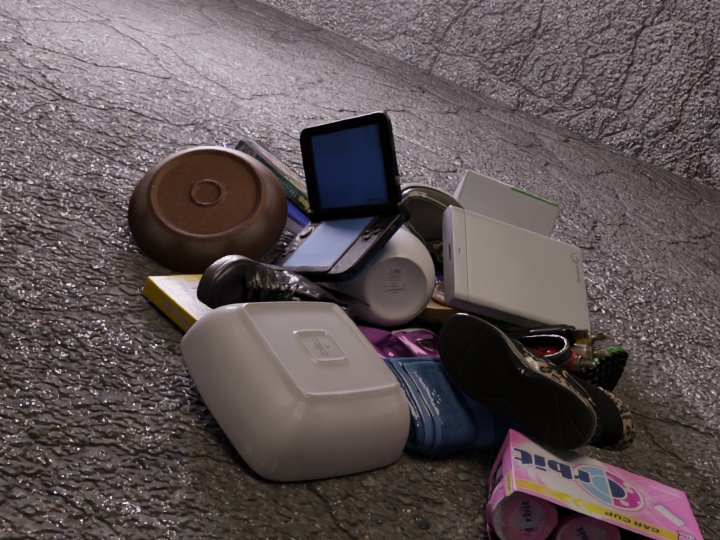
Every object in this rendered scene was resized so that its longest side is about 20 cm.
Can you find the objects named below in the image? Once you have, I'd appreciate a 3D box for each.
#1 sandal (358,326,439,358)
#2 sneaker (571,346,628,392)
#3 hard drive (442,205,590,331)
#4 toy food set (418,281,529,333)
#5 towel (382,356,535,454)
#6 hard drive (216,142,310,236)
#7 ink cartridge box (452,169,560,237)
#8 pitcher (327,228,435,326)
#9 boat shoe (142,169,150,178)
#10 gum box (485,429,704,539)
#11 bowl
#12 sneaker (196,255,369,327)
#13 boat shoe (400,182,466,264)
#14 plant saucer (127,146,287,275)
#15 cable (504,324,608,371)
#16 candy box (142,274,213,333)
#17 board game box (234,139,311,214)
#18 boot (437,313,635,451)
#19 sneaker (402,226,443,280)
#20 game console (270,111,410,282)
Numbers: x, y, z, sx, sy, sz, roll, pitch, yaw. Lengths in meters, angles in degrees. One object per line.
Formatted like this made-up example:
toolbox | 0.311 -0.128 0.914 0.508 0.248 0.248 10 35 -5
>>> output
sandal | 0.077 0.094 1.196 0.200 0.050 0.083 19 20 -11
sneaker | 0.257 0.116 1.273 0.198 0.079 0.085 2 26 -39
hard drive | 0.193 0.005 1.270 0.198 0.027 0.133 16 55 -23
toy food set | 0.183 0.056 1.353 0.196 0.049 0.199 14 7 31
towel | 0.113 0.139 1.092 0.198 0.049 0.112 3 45 -40
hard drive | -0.111 -0.092 1.416 0.199 0.025 0.132 36 11 -29
ink cartridge box | 0.198 -0.063 1.533 0.145 0.084 0.200 20 -12 1
pitcher | 0.000 0.000 1.296 0.169 0.123 0.200 -6 15 -10
boat shoe | -0.198 -0.082 1.343 0.198 0.075 0.076 12 22 -22
gum box | 0.212 0.230 0.959 0.198 0.067 0.114 20 19 -1
bowl | -0.053 0.099 0.985 0.198 0.075 0.200 2 37 -43
sneaker | -0.082 0.032 1.124 0.104 0.061 0.199 28 12 27
boat shoe | 0.123 -0.040 1.311 0.201 0.072 0.060 36 16 -26
plant saucer | -0.188 -0.085 1.261 0.198 0.037 0.202 2 56 -3
cable | 0.187 0.097 1.200 0.198 0.051 0.097 -7 19 29
candy box | -0.140 0.062 1.109 0.199 0.027 0.102 36 22 35
board game box | -0.087 -0.113 1.454 0.200 0.024 0.105 42 7 6
boot | 0.186 0.124 1.076 0.203 0.074 0.153 36 10 37
sneaker | 0.113 -0.013 1.431 0.200 0.080 0.084 38 33 -55
game console | -0.044 -0.084 1.234 0.199 0.171 0.119 -1 -49 56
